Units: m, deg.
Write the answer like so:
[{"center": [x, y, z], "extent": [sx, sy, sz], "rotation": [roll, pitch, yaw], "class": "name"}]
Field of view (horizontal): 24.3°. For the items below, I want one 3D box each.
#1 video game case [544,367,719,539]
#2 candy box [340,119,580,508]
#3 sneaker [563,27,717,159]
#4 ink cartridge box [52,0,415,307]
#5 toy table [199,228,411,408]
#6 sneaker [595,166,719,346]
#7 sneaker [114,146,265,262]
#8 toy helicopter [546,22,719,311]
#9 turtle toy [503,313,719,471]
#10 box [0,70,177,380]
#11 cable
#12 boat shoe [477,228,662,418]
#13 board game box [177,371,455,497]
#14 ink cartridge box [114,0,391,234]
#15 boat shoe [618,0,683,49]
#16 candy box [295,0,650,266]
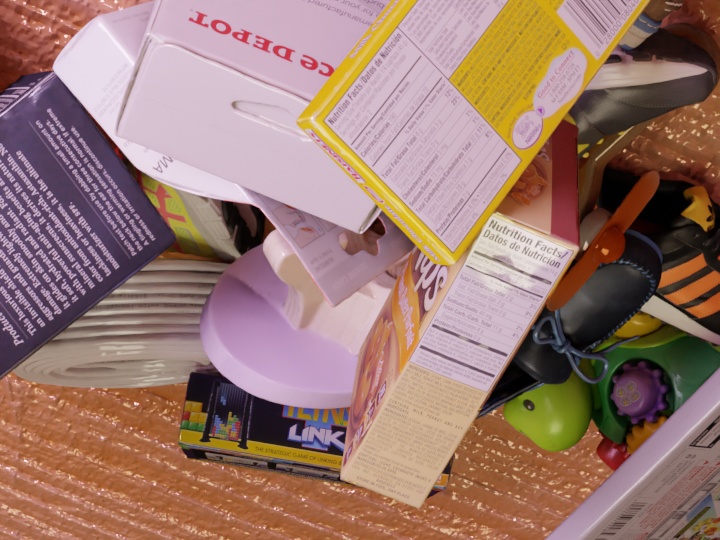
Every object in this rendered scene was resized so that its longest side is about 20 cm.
[{"center": [0.246, 0.137, 1.135], "extent": [0.181, 0.022, 0.200], "rotation": [9, 132, -39], "class": "video game case"}, {"center": [0.053, 0.018, 0.913], "extent": [0.055, 0.116, 0.201], "rotation": [20, 126, -9], "class": "candy box"}, {"center": [0.105, -0.084, 0.954], "extent": [0.198, 0.075, 0.085], "rotation": [-8, 113, 13], "class": "sneaker"}, {"center": [-0.061, -0.067, 0.948], "extent": [0.047, 0.160, 0.201], "rotation": [-40, 88, 27], "class": "ink cartridge box"}, {"center": [0.000, 0.000, 1.080], "extent": [0.184, 0.199, 0.117], "rotation": [49, 135, 14], "class": "toy table"}, {"center": [0.219, -0.011, 1.069], "extent": [0.198, 0.071, 0.090], "rotation": [18, 145, -3], "class": "sneaker"}, {"center": [-0.135, -0.070, 1.096], "extent": [0.089, 0.079, 0.201], "rotation": [-1, 140, 21], "class": "sneaker"}, {"center": [0.136, -0.066, 0.995], "extent": [0.200, 0.133, 0.079], "rotation": [-39, 155, 26], "class": "toy helicopter"}, {"center": [0.199, 0.091, 1.175], "extent": [0.197, 0.102, 0.147], "rotation": [9, 142, 5], "class": "turtle toy"}, {"center": [-0.232, -0.010, 0.987], "extent": [0.124, 0.198, 0.200], "rotation": [54, 171, -14], "class": "box"}, {"center": [-0.159, 0.038, 1.180], "extent": [0.198, 0.070, 0.200], "rotation": [-7, 170, 19], "class": "cable"}, {"center": [0.123, 0.048, 1.076], "extent": [0.084, 0.069, 0.200], "rotation": [31, 137, -11], "class": "boat shoe"}, {"center": [-0.034, 0.127, 1.264], "extent": [0.197, 0.057, 0.165], "rotation": [10, 170, -2], "class": "board game box"}, {"center": [-0.032, -0.139, 0.881], "extent": [0.145, 0.201, 0.083], "rotation": [22, 141, -11], "class": "ink cartridge box"}, {"center": [0.102, -0.208, 0.872], "extent": [0.072, 0.073, 0.200], "rotation": [-39, 115, 24], "class": "boat shoe"}, {"center": [0.064, -0.111, 0.806], "extent": [0.102, 0.201, 0.026], "rotation": [43, 163, -18], "class": "candy box"}]
